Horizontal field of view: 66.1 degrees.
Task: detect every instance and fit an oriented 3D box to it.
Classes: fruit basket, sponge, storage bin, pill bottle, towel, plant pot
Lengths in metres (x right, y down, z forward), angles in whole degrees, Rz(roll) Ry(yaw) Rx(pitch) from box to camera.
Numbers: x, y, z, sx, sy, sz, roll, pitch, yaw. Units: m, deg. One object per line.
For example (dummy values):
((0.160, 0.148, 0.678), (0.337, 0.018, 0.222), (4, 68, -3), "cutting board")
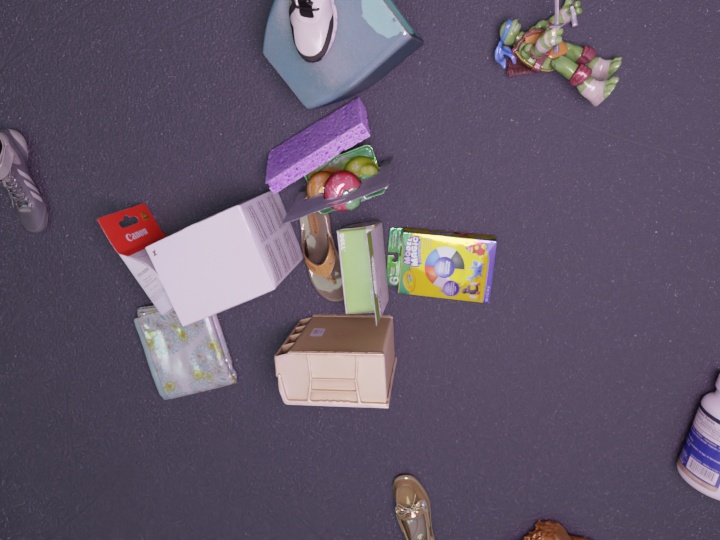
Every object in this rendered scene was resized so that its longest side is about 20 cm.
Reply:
((-0.030, -0.134, 0.929), (0.180, 0.202, 0.096), (-18, 117, 12), "fruit basket")
((-0.076, -0.219, 0.958), (0.196, 0.113, 0.030), (-28, 127, 15), "sponge")
((-0.037, 0.157, 1.006), (0.192, 0.200, 0.097), (-1, 104, 9), "storage bin")
((0.653, 0.291, 0.981), (0.112, 0.116, 0.206), (13, 107, 5), "pill bottle")
((-0.360, 0.157, 1.135), (0.166, 0.048, 0.206), (-13, 103, 13), "towel")
((-0.040, -0.370, 0.875), (0.199, 0.196, 0.197), (-39, 97, 21), "plant pot")

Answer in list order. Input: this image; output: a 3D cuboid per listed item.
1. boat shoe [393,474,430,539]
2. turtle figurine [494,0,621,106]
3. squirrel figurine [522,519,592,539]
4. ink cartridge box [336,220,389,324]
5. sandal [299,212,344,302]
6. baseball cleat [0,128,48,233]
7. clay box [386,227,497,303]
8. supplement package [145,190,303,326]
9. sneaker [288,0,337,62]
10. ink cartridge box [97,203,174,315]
((0.114, 0.526, 1.153), (0.071, 0.063, 0.207), (-10, 103, 11), "boat shoe")
((0.323, -0.363, 0.842), (0.191, 0.144, 0.203), (31, 111, -5), "turtle figurine")
((0.386, 0.622, 1.119), (0.198, 0.141, 0.189), (38, 118, 12), "squirrel figurine")
((0.000, 0.000, 0.951), (0.073, 0.200, 0.153), (-5, 98, 10), "ink cartridge box")
((-0.074, -0.034, 1.036), (0.078, 0.054, 0.206), (-12, 103, 11), "sandal")
((-0.671, -0.165, 1.065), (0.067, 0.107, 0.206), (-8, 106, 5), "baseball cleat")
((0.144, -0.011, 1.012), (0.193, 0.048, 0.119), (5, 106, 7), "clay box")
((-0.230, -0.030, 0.985), (0.186, 0.200, 0.151), (-21, 101, 14), "supplement package")
((-0.072, -0.385, 0.735), (0.071, 0.080, 0.206), (8, 115, 13), "sneaker")
((-0.371, -0.034, 1.026), (0.046, 0.160, 0.203), (-28, 99, 16), "ink cartridge box")
